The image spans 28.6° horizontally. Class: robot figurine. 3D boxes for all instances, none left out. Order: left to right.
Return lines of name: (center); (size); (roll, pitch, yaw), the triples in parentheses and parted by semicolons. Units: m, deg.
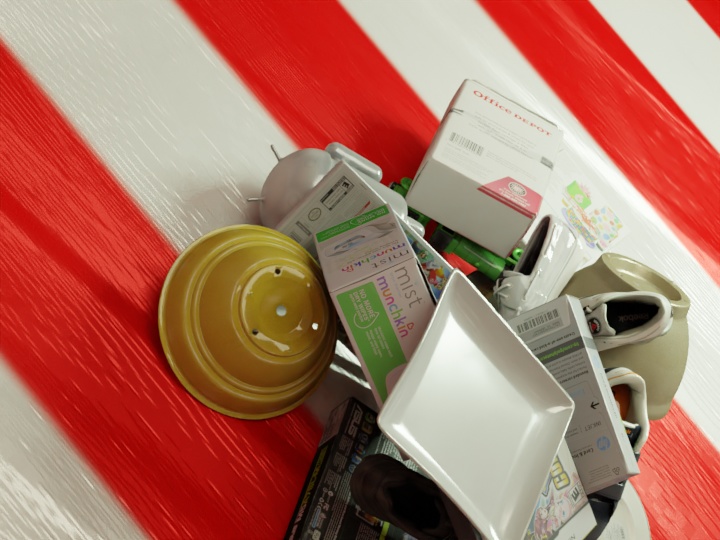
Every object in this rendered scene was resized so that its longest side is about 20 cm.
robot figurine: (-0.028, -0.060, 1.561); (0.200, 0.113, 0.170); (30, 56, -19)

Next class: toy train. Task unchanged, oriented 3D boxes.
toy train: (0.114, -0.042, 1.692); (0.200, 0.042, 0.056); (33, 40, -2)

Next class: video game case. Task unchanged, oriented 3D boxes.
video game case: (0.000, 0.000, 1.513); (0.200, 0.143, 0.018); (44, 3, -19)
video game case: (0.148, 0.206, 1.371); (0.181, 0.025, 0.201); (-33, 106, -45)

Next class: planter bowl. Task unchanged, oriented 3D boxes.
planter bowl: (-0.093, 0.045, 1.407); (0.200, 0.083, 0.201); (5, 79, -27)
planter bowl: (0.305, 0.064, 1.664); (0.199, 0.135, 0.200); (23, 20, -9)

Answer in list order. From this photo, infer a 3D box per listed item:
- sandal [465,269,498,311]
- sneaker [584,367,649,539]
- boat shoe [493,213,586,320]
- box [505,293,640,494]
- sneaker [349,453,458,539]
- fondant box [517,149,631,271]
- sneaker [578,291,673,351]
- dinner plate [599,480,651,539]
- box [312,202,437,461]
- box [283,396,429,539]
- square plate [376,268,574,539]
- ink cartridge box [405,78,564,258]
sandal: (0.126, 0.049, 1.648); (0.082, 0.055, 0.200); (51, 43, 4)
sneaker: (0.257, 0.199, 1.521); (0.078, 0.079, 0.201); (16, 77, -13)
boat shoe: (0.189, 0.023, 1.633); (0.068, 0.072, 0.200); (40, 77, -19)
box: (0.192, 0.148, 1.504); (0.041, 0.156, 0.201); (16, 52, -57)
sneaker: (0.084, 0.248, 1.370); (0.199, 0.091, 0.076); (26, 84, -16)
fondant box: (0.244, -0.057, 1.816); (0.144, 0.058, 0.200); (52, 44, 5)
sneaker: (0.243, 0.060, 1.547); (0.089, 0.199, 0.074); (43, 30, -76)
dinner plate: (0.246, 0.290, 1.559); (0.199, 0.024, 0.201); (10, 68, -26)
box: (0.038, 0.058, 1.429); (0.177, 0.096, 0.201); (-109, 177, -68)
box: (0.030, 0.256, 1.431); (0.193, 0.047, 0.200); (36, 43, -16)
square plate: (0.106, 0.133, 1.306); (0.198, 0.028, 0.200); (48, 48, -21)
ink cartridge box: (0.152, -0.127, 1.702); (0.145, 0.085, 0.200); (29, 41, -2)
